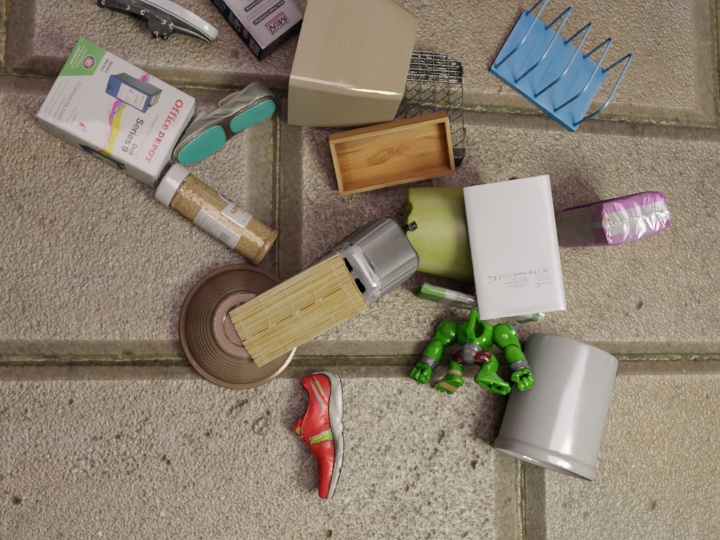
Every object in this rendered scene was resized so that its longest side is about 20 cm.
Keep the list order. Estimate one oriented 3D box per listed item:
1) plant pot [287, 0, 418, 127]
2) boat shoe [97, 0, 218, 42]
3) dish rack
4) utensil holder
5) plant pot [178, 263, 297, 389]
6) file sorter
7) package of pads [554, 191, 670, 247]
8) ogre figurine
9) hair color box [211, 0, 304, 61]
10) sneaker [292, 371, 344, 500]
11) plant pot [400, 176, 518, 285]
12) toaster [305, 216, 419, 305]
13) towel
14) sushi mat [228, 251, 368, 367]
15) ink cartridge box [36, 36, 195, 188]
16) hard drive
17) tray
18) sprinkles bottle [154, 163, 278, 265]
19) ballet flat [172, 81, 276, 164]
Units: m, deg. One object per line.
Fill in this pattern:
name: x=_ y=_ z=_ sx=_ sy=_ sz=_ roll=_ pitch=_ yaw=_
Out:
plant pot: x=-0.011 y=-0.338 z=1.244 sx=0.174 sy=0.200 sz=0.203 roll=12 pitch=81 yaw=-4
boat shoe: x=-0.332 y=-0.409 z=1.257 sx=0.198 sy=0.070 sz=0.067 roll=24 pitch=97 yaw=-13
dish rack: x=0.112 y=-0.282 z=1.356 sx=0.151 sy=0.055 sz=0.204 roll=1 pitch=82 yaw=-14
utensil holder: x=0.330 y=0.226 z=1.296 sx=0.168 sy=0.170 sz=0.203 roll=21 pitch=79 yaw=-10
plant pot: x=-0.187 y=0.088 z=1.224 sx=0.197 sy=0.093 sz=0.204 roll=1 pitch=84 yaw=-12
file sorter: x=0.362 y=-0.377 z=1.389 sx=0.199 sy=0.123 sz=0.140 roll=33 pitch=77 yaw=-8
package of pads: x=0.425 y=-0.084 z=1.335 sx=0.119 sy=0.200 sz=0.077 roll=-11 pitch=92 yaw=-11
ogre figurine: x=0.191 y=0.139 z=1.290 sx=0.098 sy=0.198 sz=0.121 roll=41 pitch=51 yaw=-38
hair color box: x=-0.193 y=-0.466 z=1.296 sx=0.100 sy=0.060 sz=0.201 roll=-40 pitch=94 yaw=-14
sneaker: x=-0.068 y=0.267 z=1.253 sx=0.083 sy=0.077 sz=0.203 roll=-1 pitch=78 yaw=-2
plant pot: x=0.159 y=-0.062 z=1.286 sx=0.181 sy=0.200 sz=0.204 roll=5 pitch=83 yaw=-2
toaster: x=0.000 y=0.000 z=1.215 sx=0.129 sy=0.199 sz=0.114 roll=-35 pitch=93 yaw=-48
towel: x=0.192 y=0.049 z=1.271 sx=0.197 sy=0.149 sz=0.031 roll=14 pitch=84 yaw=1
sushi mat: x=-0.094 y=0.060 z=1.155 sx=0.198 sy=0.012 sz=0.097 roll=-28 pitch=93 yaw=11
ink cartridge box: x=-0.378 y=-0.244 z=1.216 sx=0.198 sy=0.087 sz=0.147 roll=28 pitch=78 yaw=-11
hard drive: x=0.233 y=-0.034 z=1.177 sx=0.130 sy=0.025 sz=0.203 roll=-8 pitch=88 yaw=10
tray: x=0.053 y=-0.194 z=1.290 sx=0.197 sy=0.037 sz=0.100 roll=-10 pitch=120 yaw=4
sprinkles bottle: x=-0.230 y=-0.089 z=1.244 sx=0.199 sy=0.068 sz=0.069 roll=34 pitch=78 yaw=-8
ballet flat: x=-0.230 y=-0.244 z=1.272 sx=0.199 sy=0.068 sz=0.064 roll=-34 pitch=65 yaw=-15
